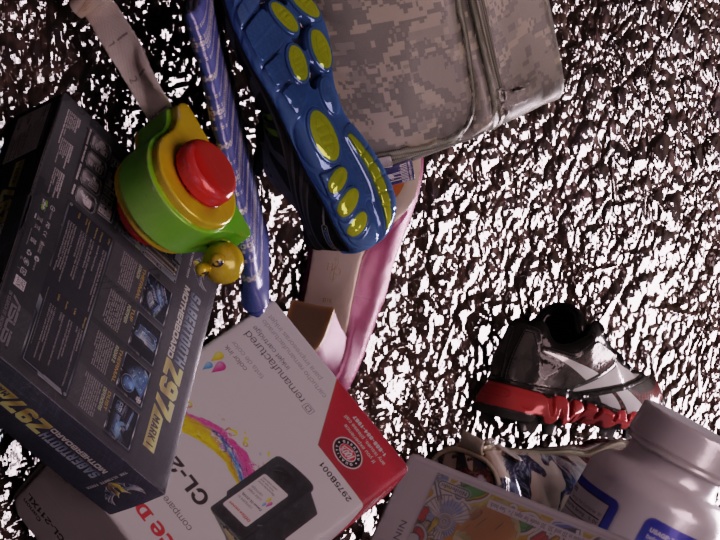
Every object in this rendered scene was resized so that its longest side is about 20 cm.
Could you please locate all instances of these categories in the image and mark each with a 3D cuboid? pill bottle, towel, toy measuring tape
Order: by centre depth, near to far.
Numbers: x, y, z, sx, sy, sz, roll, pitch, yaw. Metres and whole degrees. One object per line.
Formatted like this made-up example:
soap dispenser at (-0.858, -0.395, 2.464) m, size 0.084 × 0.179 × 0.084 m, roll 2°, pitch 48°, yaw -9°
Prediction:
toy measuring tape at (-0.128, -0.079, 1.465) m, size 0.074 × 0.074 × 0.200 m, roll -26°, pitch 84°, yaw -43°
towel at (-0.087, -0.083, 1.555) m, size 0.145 × 0.024 × 0.200 m, roll -98°, pitch 176°, yaw -70°
pill bottle at (0.195, 0.200, 1.798) m, size 0.112 × 0.112 × 0.200 m, roll 25°, pitch 95°, yaw -47°

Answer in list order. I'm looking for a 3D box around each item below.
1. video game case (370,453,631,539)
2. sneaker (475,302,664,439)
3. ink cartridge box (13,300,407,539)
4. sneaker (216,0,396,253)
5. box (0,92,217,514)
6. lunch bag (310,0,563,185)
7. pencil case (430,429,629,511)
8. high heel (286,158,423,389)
video game case at (0.083, 0.243, 1.721) m, size 0.182 × 0.200 × 0.023 m, roll -64°, pitch 154°, yaw -11°
sneaker at (0.170, 0.076, 1.892) m, size 0.200 × 0.071 × 0.098 m, roll 8°, pitch 93°, yaw -47°
ink cartridge box at (-0.092, 0.135, 1.554) m, size 0.146 × 0.083 × 0.200 m, roll 51°, pitch 50°, yaw 5°
sneaker at (-0.048, -0.100, 1.584) m, size 0.071 × 0.083 × 0.200 m, roll -28°, pitch 97°, yaw -42°
box at (-0.161, 0.019, 1.464) m, size 0.158 × 0.051 × 0.200 m, roll 43°, pitch 41°, yaw -33°
lunch bag at (0.026, -0.172, 1.652) m, size 0.167 × 0.139 × 0.200 m, roll -23°, pitch 113°, yaw -26°
pencil case at (0.134, 0.165, 1.861) m, size 0.200 × 0.078 × 0.090 m, roll 2°, pitch 120°, yaw -47°
high heel at (0.000, 0.000, 1.711) m, size 0.096 × 0.067 × 0.200 m, roll 73°, pitch 32°, yaw -59°
